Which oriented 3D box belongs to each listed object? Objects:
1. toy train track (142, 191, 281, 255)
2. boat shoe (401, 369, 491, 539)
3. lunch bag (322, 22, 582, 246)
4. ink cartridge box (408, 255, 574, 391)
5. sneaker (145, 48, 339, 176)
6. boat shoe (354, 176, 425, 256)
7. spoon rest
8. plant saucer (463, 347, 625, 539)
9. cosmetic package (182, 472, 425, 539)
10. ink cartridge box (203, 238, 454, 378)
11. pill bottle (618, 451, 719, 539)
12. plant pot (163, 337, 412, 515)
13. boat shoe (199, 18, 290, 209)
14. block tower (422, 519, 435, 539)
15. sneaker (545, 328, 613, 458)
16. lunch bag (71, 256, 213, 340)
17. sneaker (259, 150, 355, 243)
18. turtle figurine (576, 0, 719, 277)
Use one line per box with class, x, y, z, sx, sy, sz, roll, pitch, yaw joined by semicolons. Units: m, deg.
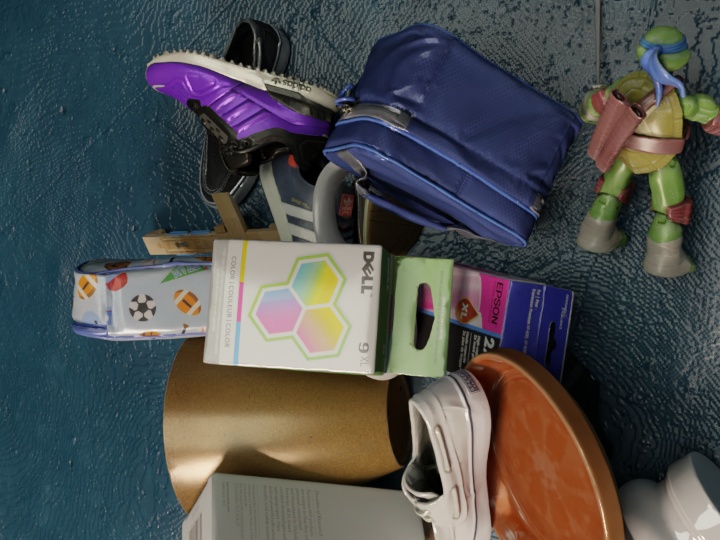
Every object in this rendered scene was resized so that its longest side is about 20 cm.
toy train track;-0.151;-0.036;1.047;0.198;0.033;0.116;-1;122;35
boat shoe;0.065;0.172;0.815;0.074;0.065;0.202;42;144;53
lunch bag;0.066;-0.104;0.820;0.133;0.199;0.136;-66;19;-5
ink cartridge box;0.103;0.047;0.863;0.199;0.037;0.096;15;99;56
sneaker;-0.123;-0.145;0.940;0.198;0.070;0.101;16;89;12
boat shoe;0.027;-0.106;0.938;0.065;0.073;0.202;29;116;52
spoon rest;0.000;0.000;0.889;0.060;0.099;0.202;-17;85;41
plant saucer;0.138;0.155;0.754;0.201;0.032;0.202;51;150;44
cosmetic package;-0.051;0.242;0.878;0.102;0.198;0.072;124;149;-43
ink cartridge box;-0.026;0.033;0.818;0.198;0.059;0.105;3;84;11
pill bottle;0.223;0.246;0.807;0.200;0.116;0.116;-43;72;22
plant pot;-0.057;0.142;0.933;0.198;0.186;0.189;-6;88;17
boat shoe;-0.133;-0.161;1.017;0.071;0.068;0.202;27;103;25
block tower;0.074;0.275;0.922;0.054;0.058;0.202;19;98;26
sneaker;0.164;0.098;0.868;0.072;0.082;0.202;-50;43;42
lunch bag;-0.169;0.023;0.940;0.197;0.160;0.077;0;92;-7
sneaker;-0.030;-0.041;0.960;0.084;0.075;0.202;-30;77;30
turtle figurine;0.253;-0.109;0.809;0.142;0.200;0.196;7;116;6
